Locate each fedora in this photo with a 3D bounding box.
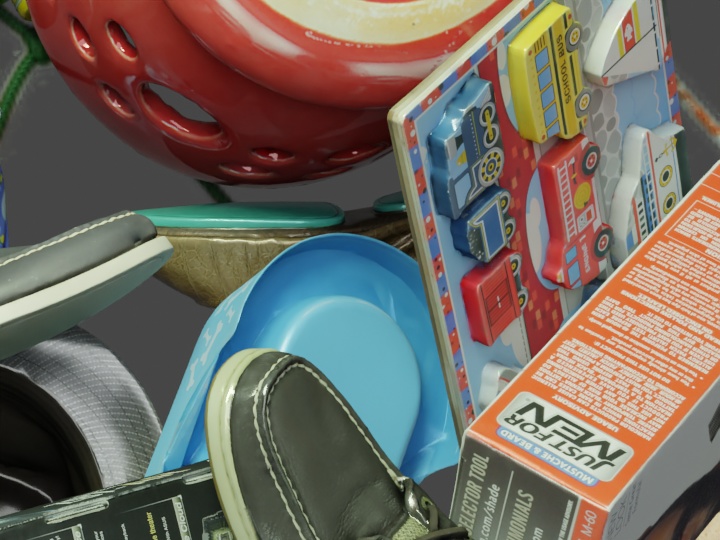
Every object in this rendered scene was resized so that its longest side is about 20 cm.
[{"bbox_3d":[-0.171,0.107,1.089,0.199,0.090,0.177,-20,81,-12],"label":"fedora"}]

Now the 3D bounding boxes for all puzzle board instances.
[{"bbox_3d":[0.079,-0.022,1.057,0.017,0.200,0.151,24,52,35],"label":"puzzle board"}]

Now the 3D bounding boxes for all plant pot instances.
[{"bbox_3d":[-0.018,-0.142,1.075,0.200,0.182,0.201,3,82,-19],"label":"plant pot"}]

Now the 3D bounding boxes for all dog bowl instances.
[{"bbox_3d":[-0.029,0.084,1.056,0.111,0.050,0.200,30,68,-25],"label":"dog bowl"}]

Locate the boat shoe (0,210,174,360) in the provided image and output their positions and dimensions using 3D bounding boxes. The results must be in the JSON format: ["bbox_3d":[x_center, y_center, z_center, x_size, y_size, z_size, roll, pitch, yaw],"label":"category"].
[{"bbox_3d":[-0.168,0.010,1.029,0.199,0.073,0.063,-22,81,-8],"label":"boat shoe"}]

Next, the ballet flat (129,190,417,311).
[{"bbox_3d":[0.000,0.000,1.136,0.199,0.068,0.073,-8,99,-7],"label":"ballet flat"}]

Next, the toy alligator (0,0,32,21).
[{"bbox_3d":[-0.184,-0.116,1.150,0.200,0.054,0.059,-28,81,-6],"label":"toy alligator"}]

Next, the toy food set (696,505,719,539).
[{"bbox_3d":[0.147,0.175,1.105,0.199,0.049,0.198,-20,80,-4],"label":"toy food set"}]

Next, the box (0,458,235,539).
[{"bbox_3d":[-0.063,0.171,0.950,0.160,0.043,0.201,-14,90,-43],"label":"box"}]

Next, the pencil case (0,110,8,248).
[{"bbox_3d":[-0.237,-0.019,1.116,0.199,0.087,0.078,-7,98,-2],"label":"pencil case"}]

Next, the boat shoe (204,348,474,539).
[{"bbox_3d":[0.017,0.111,0.961,0.072,0.066,0.201,-44,113,-46],"label":"boat shoe"}]

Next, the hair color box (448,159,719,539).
[{"bbox_3d":[0.105,0.058,1.045,0.064,0.111,0.200,28,45,20],"label":"hair color box"}]
